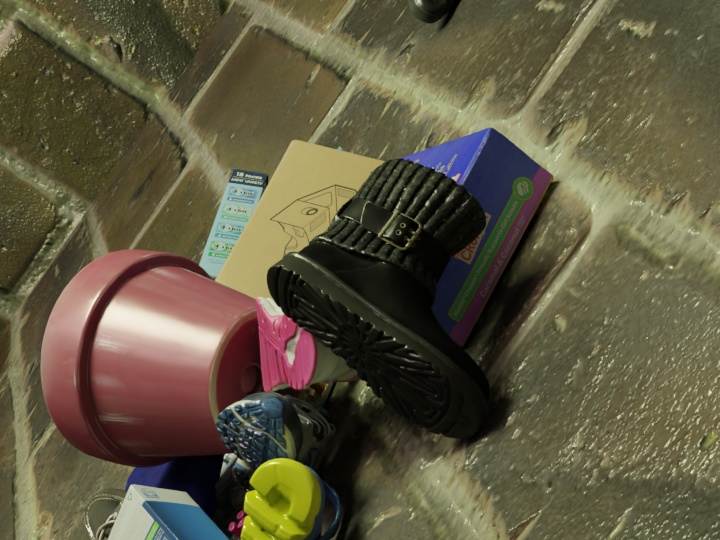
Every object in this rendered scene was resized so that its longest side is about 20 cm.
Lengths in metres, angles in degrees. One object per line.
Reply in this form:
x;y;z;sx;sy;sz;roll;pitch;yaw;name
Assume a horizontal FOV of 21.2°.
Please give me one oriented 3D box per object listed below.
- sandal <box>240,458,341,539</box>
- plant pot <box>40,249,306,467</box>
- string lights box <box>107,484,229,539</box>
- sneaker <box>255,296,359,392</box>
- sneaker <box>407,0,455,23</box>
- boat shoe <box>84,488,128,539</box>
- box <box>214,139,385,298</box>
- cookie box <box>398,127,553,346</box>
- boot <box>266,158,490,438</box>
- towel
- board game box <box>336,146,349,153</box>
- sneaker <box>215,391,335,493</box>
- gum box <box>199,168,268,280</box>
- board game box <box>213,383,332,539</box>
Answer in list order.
-0.072;0.237;1.541;0.200;0.079;0.087;-59;-23;17;sandal
-0.153;0.086;1.725;0.179;0.200;0.200;8;60;39;plant pot
-0.130;0.259;1.478;0.200;0.059;0.103;38;109;48;string lights box
-0.031;0.059;1.576;0.200;0.088;0.081;-168;72;-72;sneaker
0.122;-0.378;2.204;0.104;0.060;0.200;-41;18;55;sneaker
-0.188;0.247;1.676;0.200;0.057;0.067;35;102;39;boat shoe
-0.039;-0.026;1.845;0.163;0.021;0.200;16;66;26;box
0.058;-0.020;1.640;0.171;0.075;0.200;-60;16;-15;cookie box
0.051;0.014;1.461;0.158;0.211;0.079;-39;-20;-31;boot
-0.177;0.227;1.808;0.148;0.050;0.200;-41;21;24;towel
-0.053;-0.013;1.980;0.148;0.064;0.200;-45;18;30;board game box
-0.065;0.134;1.608;0.085;0.077;0.200;-47;-14;-20;sneaker
-0.141;0.016;2.073;0.200;0.045;0.170;-78;-4;-54;gum box
-0.109;0.187;1.808;0.200;0.026;0.200;-34;27;53;board game box
